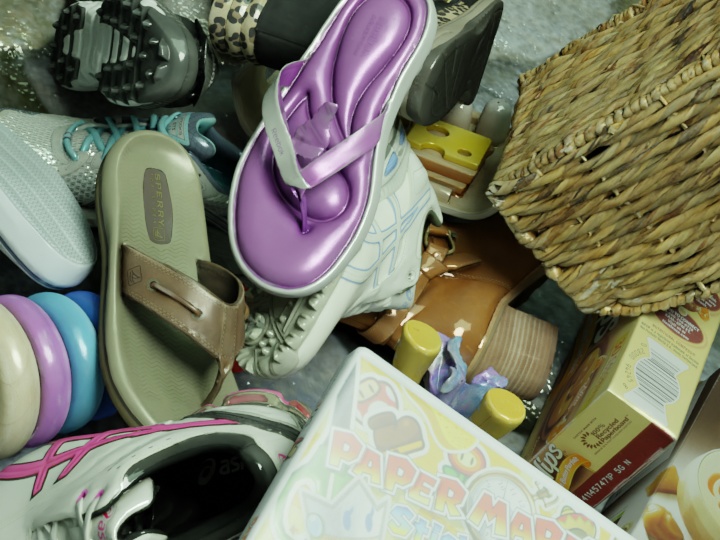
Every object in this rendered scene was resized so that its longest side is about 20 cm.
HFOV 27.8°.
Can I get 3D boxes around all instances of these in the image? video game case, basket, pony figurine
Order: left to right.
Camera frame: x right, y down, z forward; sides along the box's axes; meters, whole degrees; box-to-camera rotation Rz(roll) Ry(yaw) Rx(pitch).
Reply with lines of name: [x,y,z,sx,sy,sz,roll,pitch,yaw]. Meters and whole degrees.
pony figurine: [0.010,0.129,0.750,0.166,0.200,0.193,18,31,-12]
video game case: [0.037,0.157,0.587,0.200,0.023,0.182,35,59,-8]
basket: [0.198,-0.080,0.882,0.143,0.200,0.149,47,34,-19]

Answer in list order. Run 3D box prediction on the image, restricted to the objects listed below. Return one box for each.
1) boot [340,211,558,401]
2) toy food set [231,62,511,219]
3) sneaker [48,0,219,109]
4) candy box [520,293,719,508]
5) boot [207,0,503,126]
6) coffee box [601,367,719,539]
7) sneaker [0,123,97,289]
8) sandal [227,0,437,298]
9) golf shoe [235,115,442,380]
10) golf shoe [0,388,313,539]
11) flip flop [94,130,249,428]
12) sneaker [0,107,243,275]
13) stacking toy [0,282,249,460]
boot: [0.056,-0.014,0.969,0.155,0.077,0.200,22,53,-10]
toy food set: [0.028,-0.114,0.988,0.200,0.060,0.144,21,33,8]
sneaker: [-0.120,-0.130,0.876,0.090,0.200,0.067,5,97,-27]
candy box: [0.176,0.059,0.942,0.055,0.115,0.200,37,44,-1]
boot: [0.003,-0.152,0.922,0.150,0.073,0.200,19,24,11]
coffee box: [0.217,0.164,0.907,0.114,0.080,0.200,40,44,3]
sneaker: [-0.226,-0.050,0.809,0.200,0.071,0.073,45,17,20]
sandal: [-0.020,-0.083,0.783,0.082,0.050,0.203,14,68,16]
golf shoe: [0.000,0.000,0.842,0.097,0.078,0.200,49,48,-25]
golf shoe: [-0.116,0.108,0.666,0.092,0.200,0.073,-18,85,-80]
flip flop: [-0.091,0.011,0.754,0.081,0.058,0.200,14,57,-43]
sneaker: [-0.128,-0.069,0.877,0.200,0.086,0.078,16,47,-21]
stacking toy: [-0.130,0.041,0.797,0.200,0.085,0.085,-13,62,-46]
